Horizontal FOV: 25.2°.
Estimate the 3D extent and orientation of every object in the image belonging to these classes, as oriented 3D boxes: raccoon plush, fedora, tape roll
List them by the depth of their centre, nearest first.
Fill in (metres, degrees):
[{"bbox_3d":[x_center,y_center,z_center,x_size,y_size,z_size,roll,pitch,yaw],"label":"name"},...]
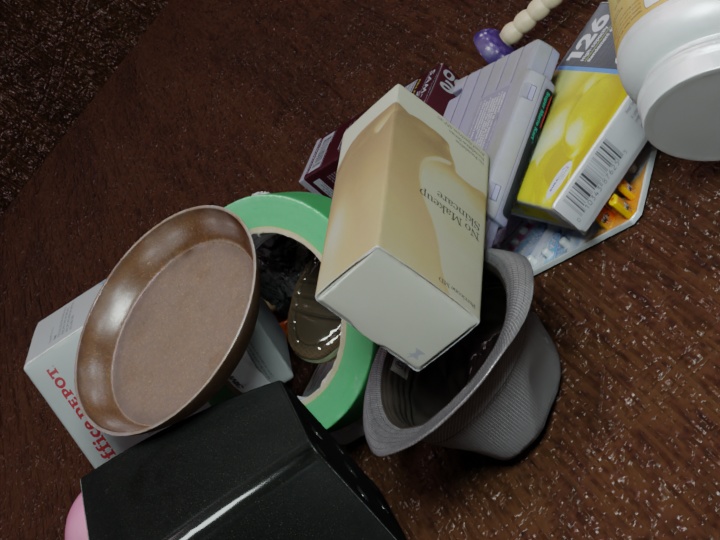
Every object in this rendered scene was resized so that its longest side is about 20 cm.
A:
[{"bbox_3d":[0.086,0.077,1.186,0.177,0.090,0.200,-48,21,11],"label":"fedora"},{"bbox_3d":[-0.060,0.037,1.315,0.200,0.201,0.048,-40,-17,30],"label":"tape roll"},{"bbox_3d":[-0.028,-0.036,1.455,0.134,0.096,0.201,-53,-18,-24],"label":"raccoon plush"}]

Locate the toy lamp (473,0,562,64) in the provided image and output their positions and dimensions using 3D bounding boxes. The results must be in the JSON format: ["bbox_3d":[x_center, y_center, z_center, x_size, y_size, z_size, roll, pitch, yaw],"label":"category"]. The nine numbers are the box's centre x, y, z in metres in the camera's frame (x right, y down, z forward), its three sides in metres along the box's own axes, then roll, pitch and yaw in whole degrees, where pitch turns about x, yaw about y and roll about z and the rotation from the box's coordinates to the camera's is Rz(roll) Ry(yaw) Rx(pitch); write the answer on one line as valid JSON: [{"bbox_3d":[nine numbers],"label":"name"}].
[{"bbox_3d":[0.195,-0.273,1.557,0.200,0.058,0.058,-43,23,28],"label":"toy lamp"}]

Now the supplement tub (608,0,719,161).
[{"bbox_3d":[0.248,-0.195,1.145,0.144,0.144,0.202,-31,52,43],"label":"supplement tub"}]

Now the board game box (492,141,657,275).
[{"bbox_3d":[0.171,-0.084,1.353,0.199,0.026,0.201,-30,31,45],"label":"board game box"}]

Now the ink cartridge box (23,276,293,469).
[{"bbox_3d":[-0.183,0.072,1.468,0.199,0.146,0.145,-32,15,2],"label":"ink cartridge box"}]

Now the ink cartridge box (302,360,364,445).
[{"bbox_3d":[-0.001,0.083,1.447,0.161,0.047,0.200,-62,7,-22],"label":"ink cartridge box"}]

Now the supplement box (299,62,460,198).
[{"bbox_3d":[0.044,-0.108,1.537,0.199,0.109,0.061,-26,33,48],"label":"supplement box"}]

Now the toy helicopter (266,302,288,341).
[{"bbox_3d":[-0.122,0.049,1.625,0.198,0.080,0.132,-20,-4,10],"label":"toy helicopter"}]

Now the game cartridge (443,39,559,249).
[{"bbox_3d":[0.094,-0.086,1.326,0.129,0.038,0.201,-15,48,55],"label":"game cartridge"}]

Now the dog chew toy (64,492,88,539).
[{"bbox_3d":[-0.212,0.228,1.537,0.125,0.124,0.200,-47,14,14],"label":"dog chew toy"}]

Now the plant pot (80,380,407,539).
[{"bbox_3d":[-0.073,0.206,1.203,0.177,0.200,0.200,-39,22,1],"label":"plant pot"}]

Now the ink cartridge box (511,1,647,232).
[{"bbox_3d":[0.178,-0.131,1.318,0.198,0.047,0.200,-57,24,-5],"label":"ink cartridge box"}]

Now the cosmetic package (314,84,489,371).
[{"bbox_3d":[0.035,-0.035,1.195,0.071,0.105,0.201,-40,27,32],"label":"cosmetic package"}]

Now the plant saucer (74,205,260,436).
[{"bbox_3d":[-0.147,0.044,1.278,0.199,0.034,0.202,-25,48,31],"label":"plant saucer"}]

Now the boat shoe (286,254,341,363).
[{"bbox_3d":[0.000,0.000,1.402,0.201,0.071,0.076,-62,-18,-20],"label":"boat shoe"}]
